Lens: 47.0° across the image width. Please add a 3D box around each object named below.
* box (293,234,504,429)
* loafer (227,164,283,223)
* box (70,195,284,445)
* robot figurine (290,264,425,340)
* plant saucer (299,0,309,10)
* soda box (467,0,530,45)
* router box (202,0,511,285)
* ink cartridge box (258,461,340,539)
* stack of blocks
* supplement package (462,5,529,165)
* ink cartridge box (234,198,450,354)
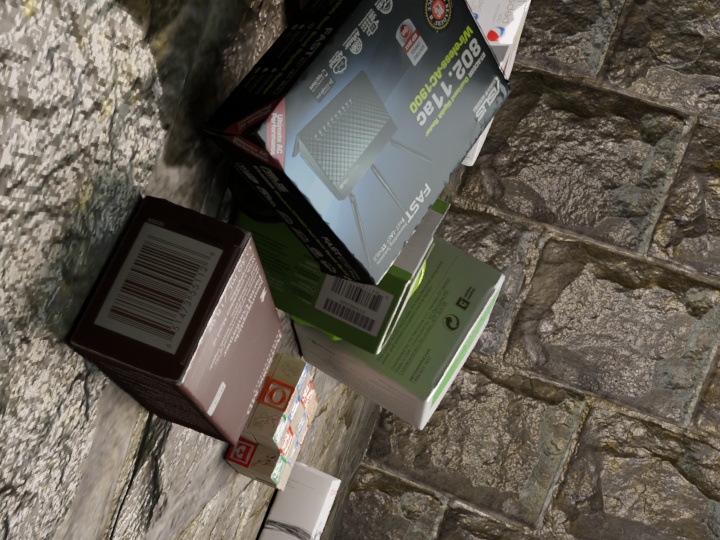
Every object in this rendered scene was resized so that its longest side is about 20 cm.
[{"bbox_3d":[0.049,0.064,1.085,0.199,0.199,0.171,-56,168,-18],"label":"box"},{"bbox_3d":[-0.029,-0.082,0.668,0.200,0.073,0.071,-31,168,-41],"label":"loafer"},{"bbox_3d":[-0.110,0.045,0.552,0.200,0.075,0.101,91,20,-70],"label":"box"},{"bbox_3d":[0.000,0.000,0.924,0.200,0.115,0.176,-34,124,-54],"label":"robot figurine"},{"bbox_3d":[0.030,-0.241,0.649,0.200,0.034,0.201,-31,131,-43],"label":"plant saucer"},{"bbox_3d":[0.101,-0.310,0.795,0.064,0.068,0.201,105,-22,-57],"label":"soda box"},{"bbox_3d":[0.008,-0.113,0.577,0.200,0.062,0.150,-55,131,-18],"label":"router box"},{"bbox_3d":[-0.110,0.427,1.369,0.146,0.086,0.201,73,38,-76],"label":"ink cartridge box"},{"bbox_3d":[-0.101,0.172,0.932,0.200,0.058,0.116,89,23,-68],"label":"stack of blocks"},{"bbox_3d":[0.108,-0.271,0.971,0.200,0.146,0.192,93,18,-66],"label":"supplement package"},{"bbox_3d":[-0.011,-0.030,0.734,0.200,0.147,0.076,-54,168,-63],"label":"ink cartridge box"}]
